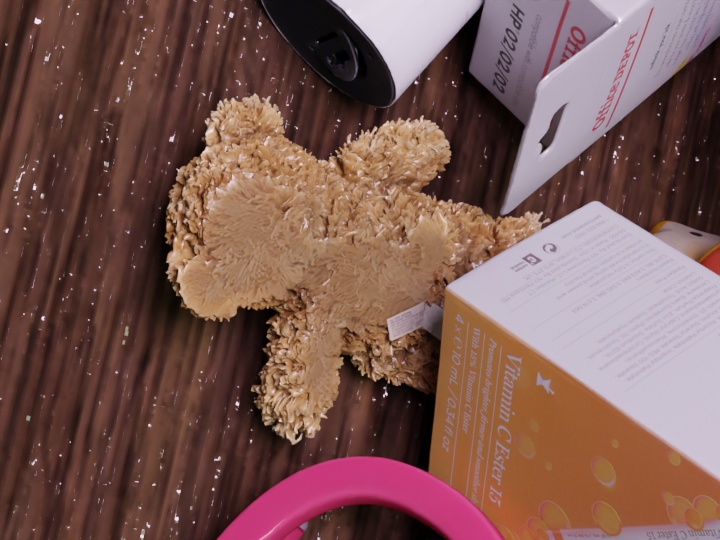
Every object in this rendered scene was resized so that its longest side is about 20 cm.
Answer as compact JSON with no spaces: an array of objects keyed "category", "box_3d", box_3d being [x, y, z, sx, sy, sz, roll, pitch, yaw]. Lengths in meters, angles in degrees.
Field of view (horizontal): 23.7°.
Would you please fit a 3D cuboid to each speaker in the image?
[{"category":"speaker","box_3d":[0.047,-0.166,0.743,0.081,0.081,0.200,46,75,-18]}]

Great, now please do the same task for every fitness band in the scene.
[{"category":"fitness band","box_3d":[-0.017,0.173,0.700,0.143,0.037,0.201,34,81,23]}]

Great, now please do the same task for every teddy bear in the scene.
[{"category":"teddy bear","box_3d":[0.000,0.000,0.743,0.198,0.067,0.147,1,103,-29]}]

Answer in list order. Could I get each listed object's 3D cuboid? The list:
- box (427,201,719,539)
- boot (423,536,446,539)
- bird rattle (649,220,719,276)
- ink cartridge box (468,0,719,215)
[{"category":"box","box_3d":[0.129,0.084,0.687,0.097,0.199,0.126,-27,137,-34]},{"category":"boot","box_3d":[0.034,0.240,0.725,0.168,0.076,0.202,-39,114,-41]},{"category":"bird rattle","box_3d":[0.197,0.031,0.766,0.161,0.200,0.114,16,117,2]},{"category":"ink cartridge box","box_3d":[0.115,-0.126,0.731,0.200,0.115,0.068,-40,73,-20]}]
